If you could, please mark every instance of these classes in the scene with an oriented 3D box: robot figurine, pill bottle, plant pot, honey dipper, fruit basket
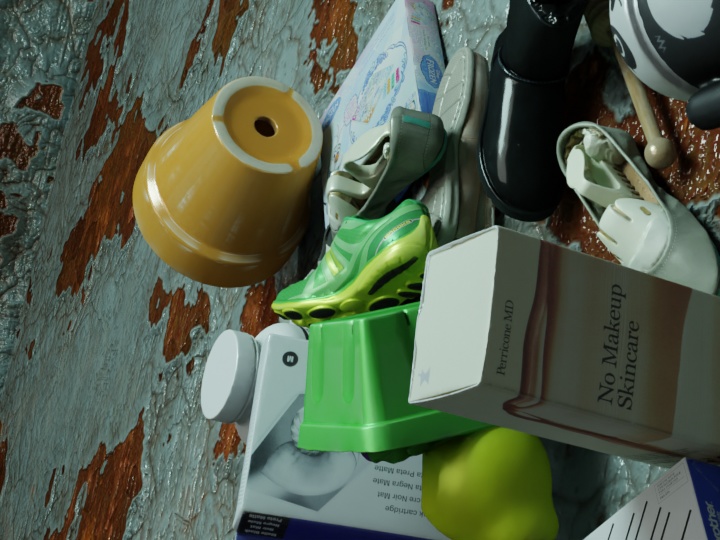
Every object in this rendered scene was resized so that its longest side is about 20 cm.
[{"bbox_3d":[0.243,-0.180,0.838,0.150,0.125,0.200,-43,10,-28],"label":"robot figurine"},{"bbox_3d":[-0.031,0.111,1.160,0.112,0.200,0.113,-43,39,49],"label":"pill bottle"},{"bbox_3d":[-0.130,-0.110,1.484,0.183,0.200,0.200,130,146,-52],"label":"plant pot"},{"bbox_3d":[0.204,-0.147,1.013,0.038,0.038,0.200,-53,33,39],"label":"honey dipper"},{"bbox_3d":[0.072,0.119,0.968,0.155,0.215,0.216,-10,67,63],"label":"fruit basket"}]

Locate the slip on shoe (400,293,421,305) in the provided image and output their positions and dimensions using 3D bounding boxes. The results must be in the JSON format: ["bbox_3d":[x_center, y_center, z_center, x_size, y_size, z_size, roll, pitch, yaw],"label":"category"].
[{"bbox_3d":[0.042,0.032,1.221,0.200,0.061,0.076,23,97,65],"label":"slip on shoe"}]

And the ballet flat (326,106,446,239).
[{"bbox_3d":[0.005,-0.081,1.205,0.200,0.064,0.067,-47,33,49],"label":"ballet flat"}]

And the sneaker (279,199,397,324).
[{"bbox_3d":[-0.008,0.016,1.339,0.200,0.074,0.089,-61,40,32],"label":"sneaker"}]

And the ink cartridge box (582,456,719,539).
[{"bbox_3d":[0.171,0.212,0.860,0.200,0.044,0.094,-52,31,40],"label":"ink cartridge box"}]

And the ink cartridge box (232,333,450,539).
[{"bbox_3d":[0.006,0.162,1.057,0.041,0.199,0.200,122,156,-71],"label":"ink cartridge box"}]

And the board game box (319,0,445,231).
[{"bbox_3d":[0.021,-0.151,1.389,0.200,0.043,0.199,-54,30,38],"label":"board game box"}]

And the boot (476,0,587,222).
[{"bbox_3d":[0.140,-0.159,1.047,0.163,0.073,0.199,102,173,-62],"label":"boot"}]

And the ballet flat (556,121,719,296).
[{"bbox_3d":[0.187,-0.039,0.952,0.067,0.064,0.200,-61,28,28],"label":"ballet flat"}]

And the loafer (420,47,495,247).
[{"bbox_3d":[0.096,-0.099,1.194,0.072,0.063,0.200,146,137,-61],"label":"loafer"}]

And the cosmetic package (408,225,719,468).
[{"bbox_3d":[0.140,0.052,0.832,0.087,0.200,0.104,-25,54,61],"label":"cosmetic package"}]

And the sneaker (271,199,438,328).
[{"bbox_3d":[0.000,0.000,1.180,0.200,0.074,0.084,-28,46,42],"label":"sneaker"}]
